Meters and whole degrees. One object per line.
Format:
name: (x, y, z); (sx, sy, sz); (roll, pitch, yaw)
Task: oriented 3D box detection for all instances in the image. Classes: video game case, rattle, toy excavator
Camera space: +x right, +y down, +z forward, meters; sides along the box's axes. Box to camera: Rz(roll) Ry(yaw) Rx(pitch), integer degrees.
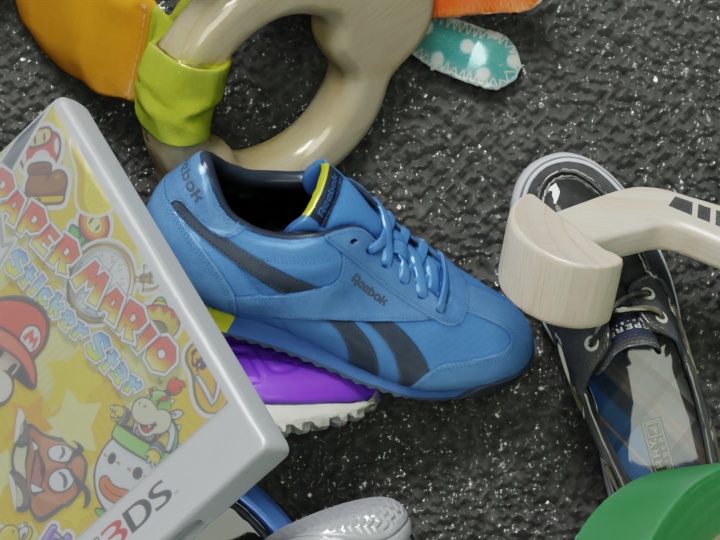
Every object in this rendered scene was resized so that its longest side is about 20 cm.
video game case: (-0.143, 0.056, 1.027); (0.182, 0.023, 0.200); (-42, 60, 16)
rattle: (-0.034, -0.118, 1.119); (0.200, 0.143, 0.130); (-33, 122, -19)
toy excavator: (0.182, -0.013, 1.070); (0.200, 0.194, 0.100); (20, 128, 17)

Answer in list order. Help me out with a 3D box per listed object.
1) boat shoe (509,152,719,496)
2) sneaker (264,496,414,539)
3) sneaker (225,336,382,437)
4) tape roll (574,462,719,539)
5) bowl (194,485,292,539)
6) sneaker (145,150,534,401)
boat shoe: (0.121, 0.040, 1.100); (0.070, 0.066, 0.200); (-15, 88, -4)
sneaker: (-0.053, 0.185, 1.038); (0.200, 0.075, 0.114); (-25, 92, -2)
sneaker: (-0.087, 0.022, 1.088); (0.200, 0.070, 0.100); (5, 84, -4)
tape roll: (0.161, 0.183, 1.028); (0.200, 0.048, 0.201); (12, 73, -41)
bowl: (-0.110, 0.175, 1.093); (0.200, 0.039, 0.201); (0, 87, -4)
sneaker: (0.000, 0.000, 1.064); (0.200, 0.066, 0.078); (18, 129, -22)
